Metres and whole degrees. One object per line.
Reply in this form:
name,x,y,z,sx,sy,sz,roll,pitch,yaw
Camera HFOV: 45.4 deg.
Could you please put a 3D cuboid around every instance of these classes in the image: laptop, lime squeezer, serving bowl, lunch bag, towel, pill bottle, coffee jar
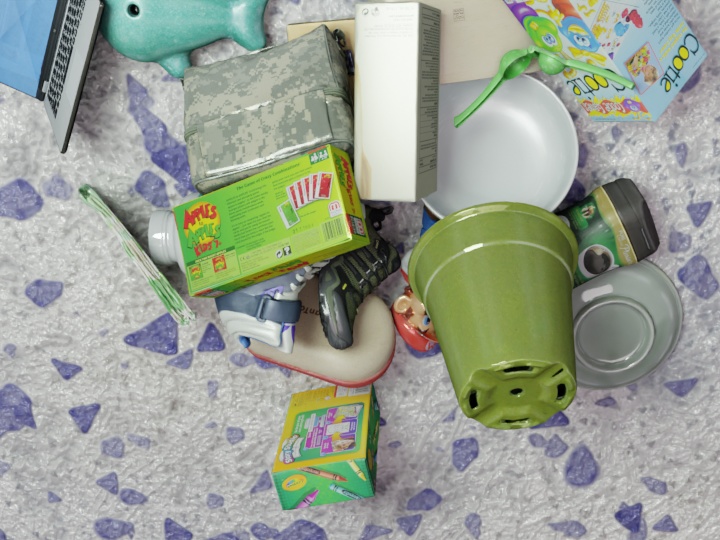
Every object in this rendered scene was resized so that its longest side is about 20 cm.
laptop,-0.388,-0.271,0.981,0.115,0.200,0.188,4,126,-34
lime squeezer,0.189,-0.209,0.923,0.199,0.071,0.038,-7,156,28
serving bowl,0.152,-0.133,1.015,0.199,0.066,0.201,-1,79,4
lunch bag,-0.098,-0.176,0.972,0.199,0.139,0.169,-15,78,7
towel,-0.282,-0.021,1.069,0.023,0.152,0.200,-39,108,-10
pill bottle,-0.157,-0.043,1.070,0.199,0.111,0.111,-2,112,4
coffee jar,0.261,-0.030,1.059,0.199,0.086,0.104,-26,131,13

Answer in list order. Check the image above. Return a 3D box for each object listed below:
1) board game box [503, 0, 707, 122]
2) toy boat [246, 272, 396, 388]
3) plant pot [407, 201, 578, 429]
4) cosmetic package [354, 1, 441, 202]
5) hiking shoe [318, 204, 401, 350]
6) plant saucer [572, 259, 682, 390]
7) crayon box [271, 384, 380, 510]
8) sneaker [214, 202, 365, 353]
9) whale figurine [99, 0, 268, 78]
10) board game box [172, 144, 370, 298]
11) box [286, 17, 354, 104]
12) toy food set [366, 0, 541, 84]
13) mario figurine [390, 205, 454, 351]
board game box,0.259,-0.267,0.926,0.200,0.103,0.105,45,79,-24
toy boat,-0.051,0.086,1.120,0.199,0.131,0.131,17,153,13
plant pot,0.158,0.062,0.936,0.199,0.191,0.201,-2,136,-2
cosmetic package,0.040,-0.179,0.917,0.071,0.105,0.201,4,101,17
hiking shoe,0.000,0.000,1.047,0.100,0.201,0.076,2,156,-1
plant saucer,0.324,0.077,1.124,0.199,0.050,0.201,1,112,3
crayon box,-0.040,0.222,1.121,0.118,0.200,0.059,-11,110,8
sneaker,-0.071,0.015,0.967,0.199,0.081,0.147,-16,87,16
whale figurine,-0.206,-0.295,0.974,0.199,0.104,0.160,9,112,2
board game box,-0.097,-0.048,0.909,0.199,0.048,0.102,-18,78,22
box,0.000,-0.204,1.044,0.162,0.021,0.201,-4,112,4
toy food set,0.109,-0.288,0.977,0.199,0.060,0.144,-7,104,4
mario figurine,0.106,0.014,1.082,0.123,0.106,0.201,12,110,-1
